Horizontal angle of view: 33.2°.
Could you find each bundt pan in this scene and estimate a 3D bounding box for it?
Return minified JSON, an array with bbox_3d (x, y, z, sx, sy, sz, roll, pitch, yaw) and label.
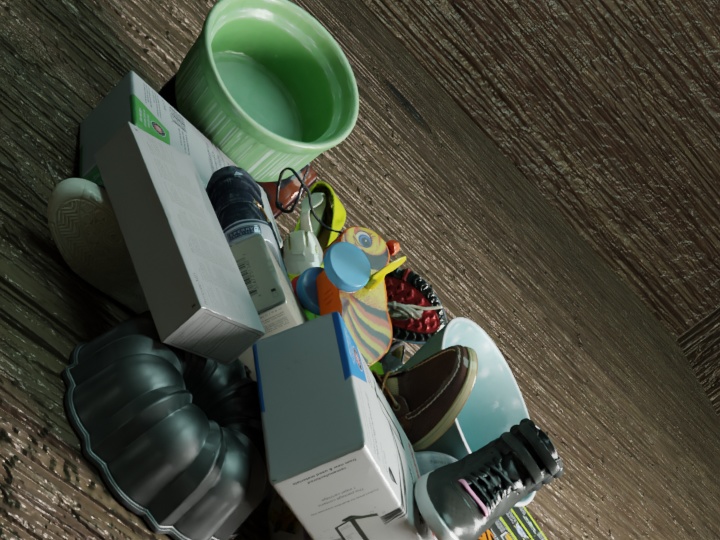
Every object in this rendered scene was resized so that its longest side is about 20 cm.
[{"bbox_3d":[-0.137,0.115,0.962,0.202,0.075,0.203,45,19,-20],"label":"bundt pan"}]

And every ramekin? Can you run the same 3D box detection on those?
[{"bbox_3d":[-0.108,-0.198,1.337,0.198,0.097,0.203,21,52,-29],"label":"ramekin"}]

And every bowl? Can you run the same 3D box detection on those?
[{"bbox_3d":[0.094,0.162,1.255,0.201,0.104,0.203,44,32,-37],"label":"bowl"}]

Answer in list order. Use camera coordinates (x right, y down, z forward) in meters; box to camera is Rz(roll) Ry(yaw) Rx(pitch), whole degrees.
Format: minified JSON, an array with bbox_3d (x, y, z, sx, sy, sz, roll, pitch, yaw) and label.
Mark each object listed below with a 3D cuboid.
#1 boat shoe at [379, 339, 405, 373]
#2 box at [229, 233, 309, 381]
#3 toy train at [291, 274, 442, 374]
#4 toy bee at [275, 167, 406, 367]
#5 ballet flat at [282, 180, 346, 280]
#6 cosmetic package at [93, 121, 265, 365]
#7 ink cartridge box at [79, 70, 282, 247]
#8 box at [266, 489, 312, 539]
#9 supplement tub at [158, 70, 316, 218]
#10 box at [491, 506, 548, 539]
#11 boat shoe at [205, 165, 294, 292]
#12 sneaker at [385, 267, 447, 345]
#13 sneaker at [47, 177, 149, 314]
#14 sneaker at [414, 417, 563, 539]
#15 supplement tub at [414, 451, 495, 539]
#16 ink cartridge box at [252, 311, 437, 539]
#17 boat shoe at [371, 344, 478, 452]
[{"bbox_3d":[0.025,0.123,1.340,0.201,0.065,0.073,-88,171,-68],"label":"boat shoe"},{"bbox_3d":[-0.082,0.058,1.109,0.201,0.067,0.083,67,0,-56],"label":"box"},{"bbox_3d":[0.007,0.077,1.279,0.197,0.085,0.117,3,52,-18],"label":"toy train"},{"bbox_3d":[0.000,0.000,1.132,0.107,0.130,0.204,1,83,-36],"label":"toy bee"},{"bbox_3d":[-0.061,-0.031,1.400,0.201,0.066,0.068,-74,158,-48],"label":"ballet flat"},{"bbox_3d":[-0.151,-0.023,0.987,0.082,0.050,0.202,30,28,-52],"label":"cosmetic package"},{"bbox_3d":[-0.182,-0.085,1.219,0.200,0.084,0.146,42,13,-28],"label":"ink cartridge box"},{"bbox_3d":[-0.057,0.195,1.062,0.041,0.039,0.201,44,18,-29],"label":"box"},{"bbox_3d":[-0.149,-0.151,1.421,0.201,0.107,0.107,50,17,-5],"label":"supplement tub"},{"bbox_3d":[0.149,0.296,1.380,0.201,0.047,0.193,54,15,12],"label":"box"},{"bbox_3d":[-0.104,-0.011,1.159,0.201,0.070,0.092,89,-13,-57],"label":"boat shoe"},{"bbox_3d":[0.028,0.036,1.434,0.198,0.080,0.095,25,-8,32],"label":"sneaker"},{"bbox_3d":[-0.201,-0.031,1.085,0.200,0.076,0.112,44,23,-34],"label":"sneaker"},{"bbox_3d":[0.114,0.174,1.027,0.071,0.099,0.200,55,18,11],"label":"sneaker"},{"bbox_3d":[0.070,0.274,1.085,0.122,0.122,0.201,36,23,-39],"label":"supplement tub"},{"bbox_3d":[-0.009,0.158,1.000,0.147,0.083,0.201,-104,170,-46],"label":"ink cartridge box"},{"bbox_3d":[0.026,0.132,1.139,0.072,0.200,0.073,33,33,-26],"label":"boat shoe"}]
